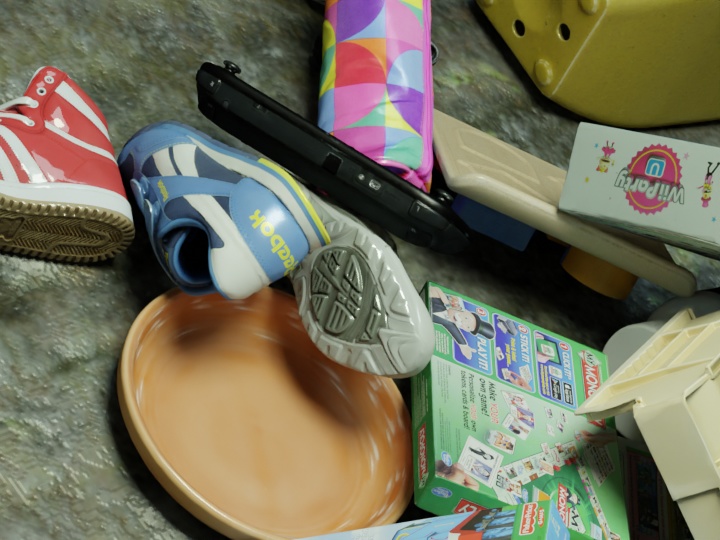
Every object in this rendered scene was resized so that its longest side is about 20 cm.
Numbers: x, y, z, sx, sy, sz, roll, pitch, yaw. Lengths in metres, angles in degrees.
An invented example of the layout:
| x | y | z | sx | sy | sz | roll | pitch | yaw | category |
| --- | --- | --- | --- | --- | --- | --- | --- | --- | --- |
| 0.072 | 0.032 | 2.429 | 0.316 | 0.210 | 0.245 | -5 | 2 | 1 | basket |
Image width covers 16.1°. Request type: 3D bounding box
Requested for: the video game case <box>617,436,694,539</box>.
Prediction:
| x | y | z | sx | sy | sz | roll | pitch | yaw | category |
| --- | --- | --- | --- | --- | --- | --- | --- | --- | --- |
| 0.176 | 0.195 | 1.599 | 0.182 | 0.022 | 0.200 | 18 | 49 | -20 | video game case |

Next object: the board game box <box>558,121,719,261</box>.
| x | y | z | sx | sy | sz | roll | pitch | yaw | category |
| --- | --- | --- | --- | --- | --- | --- | --- | --- | --- |
| 0.251 | -0.036 | 1.668 | 0.147 | 0.064 | 0.200 | 15 | 1 | 44 | board game box |

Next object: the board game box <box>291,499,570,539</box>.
| x | y | z | sx | sy | sz | roll | pitch | yaw | category |
| --- | --- | --- | --- | --- | --- | --- | --- | --- | --- |
| 0.009 | 0.204 | 1.386 | 0.151 | 0.200 | 0.037 | -77 | 148 | -48 | board game box |

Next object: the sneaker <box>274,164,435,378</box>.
| x | y | z | sx | sy | sz | roll | pitch | yaw | category |
| --- | --- | --- | --- | --- | --- | --- | --- | --- | --- |
| 0.000 | 0.000 | 1.593 | 0.099 | 0.078 | 0.200 | 14 | 25 | -44 | sneaker |

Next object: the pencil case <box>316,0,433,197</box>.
| x | y | z | sx | sy | sz | roll | pitch | yaw | category |
| --- | --- | --- | --- | --- | --- | --- | --- | --- | --- |
| 0.013 | -0.137 | 1.744 | 0.088 | 0.088 | 0.200 | 15 | 63 | -24 | pencil case |

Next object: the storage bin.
| x | y | z | sx | sy | sz | roll | pitch | yaw | category |
| --- | --- | --- | --- | --- | --- | --- | --- | --- | --- |
| 0.240 | 0.134 | 1.556 | 0.198 | 0.094 | 0.200 | -35 | 101 | -55 | storage bin |

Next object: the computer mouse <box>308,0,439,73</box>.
| x | y | z | sx | sy | sz | roll | pitch | yaw | category |
| --- | --- | --- | --- | --- | --- | --- | --- | --- | --- |
| -0.013 | -0.222 | 1.874 | 0.109 | 0.044 | 0.200 | 2 | 51 | -33 | computer mouse |

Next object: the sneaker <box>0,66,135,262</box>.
| x | y | z | sx | sy | sz | roll | pitch | yaw | category |
| --- | --- | --- | --- | --- | --- | --- | --- | --- | --- |
| -0.236 | -0.076 | 1.554 | 0.200 | 0.071 | 0.113 | 14 | 47 | -33 | sneaker |

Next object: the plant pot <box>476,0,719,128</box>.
| x | y | z | sx | sy | sz | roll | pitch | yaw | category |
| --- | --- | --- | --- | --- | --- | --- | --- | --- | --- |
| 0.204 | -0.225 | 1.931 | 0.200 | 0.196 | 0.194 | -18 | 63 | -34 | plant pot |

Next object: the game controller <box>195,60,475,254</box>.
| x | y | z | sx | sy | sz | roll | pitch | yaw | category |
| --- | --- | --- | --- | --- | --- | --- | --- | --- | --- |
| -0.016 | -0.072 | 1.620 | 0.200 | 0.042 | 0.104 | 32 | 7 | 16 | game controller |

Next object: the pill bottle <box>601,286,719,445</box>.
| x | y | z | sx | sy | sz | roll | pitch | yaw | category |
| --- | --- | --- | --- | --- | --- | --- | --- | --- | --- |
| 0.260 | 0.065 | 1.744 | 0.200 | 0.111 | 0.111 | -9 | 58 | -41 | pill bottle |

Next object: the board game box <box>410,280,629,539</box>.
| x | y | z | sx | sy | sz | roll | pitch | yaw | category |
| --- | --- | --- | --- | --- | --- | --- | --- | --- | --- |
| 0.096 | 0.096 | 1.570 | 0.134 | 0.029 | 0.200 | 24 | 31 | -15 | board game box |

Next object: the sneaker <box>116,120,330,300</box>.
| x | y | z | sx | sy | sz | roll | pitch | yaw | category |
| --- | --- | --- | --- | --- | --- | --- | --- | --- | --- |
| -0.104 | -0.035 | 1.561 | 0.082 | 0.200 | 0.074 | -46 | 123 | -16 | sneaker |

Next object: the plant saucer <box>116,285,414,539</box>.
| x | y | z | sx | sy | sz | roll | pitch | yaw | category |
| --- | --- | --- | --- | --- | --- | --- | --- | --- | --- |
| -0.059 | 0.094 | 1.545 | 0.200 | 0.037 | 0.200 | 20 | 43 | -20 | plant saucer |

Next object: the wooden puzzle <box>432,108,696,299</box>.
| x | y | z | sx | sy | sz | roll | pitch | yaw | category |
| --- | --- | --- | --- | --- | --- | --- | --- | --- | --- |
| 0.126 | -0.040 | 1.760 | 0.185 | 0.046 | 0.200 | 25 | 12 | -14 | wooden puzzle |
